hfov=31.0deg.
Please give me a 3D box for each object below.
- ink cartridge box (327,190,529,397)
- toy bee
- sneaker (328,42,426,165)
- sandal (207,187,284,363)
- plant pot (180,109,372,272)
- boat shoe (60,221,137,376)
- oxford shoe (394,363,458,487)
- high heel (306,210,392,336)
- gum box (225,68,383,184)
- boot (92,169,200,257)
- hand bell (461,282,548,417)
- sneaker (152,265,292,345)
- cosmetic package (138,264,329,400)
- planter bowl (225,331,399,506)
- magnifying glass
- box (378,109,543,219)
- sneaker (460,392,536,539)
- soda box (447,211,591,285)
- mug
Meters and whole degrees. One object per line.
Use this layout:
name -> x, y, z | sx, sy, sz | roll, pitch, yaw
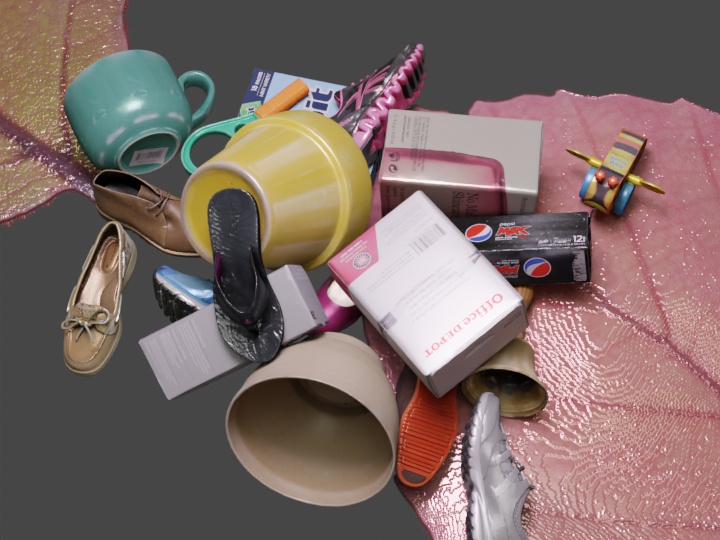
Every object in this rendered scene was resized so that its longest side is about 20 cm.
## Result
ink cartridge box -> 0.080, 0.028, 1.532 | 0.146, 0.083, 0.200 | -38, 62, -6
toy bee -> 0.325, -0.110, 1.662 | 0.131, 0.109, 0.200 | 6, 65, 4
sneaker -> 0.014, -0.232, 1.712 | 0.095, 0.079, 0.200 | 24, 64, 23
sandal -> -0.138, 0.007, 1.452 | 0.075, 0.048, 0.201 | -13, 87, 10
plant pot -> -0.114, -0.084, 1.579 | 0.201, 0.201, 0.189 | 35, 28, 18
boat shoe -> -0.336, 0.034, 1.646 | 0.073, 0.063, 0.200 | 6, 65, 5
oxford shoe -> 0.074, 0.167, 1.564 | 0.071, 0.073, 0.200 | 25, 64, -19
high heel -> 0.000, 0.000, 1.629 | 0.200, 0.096, 0.067 | -39, 69, -15
gum box -> -0.070, -0.175, 1.745 | 0.200, 0.045, 0.170 | 12, 64, 8
boot -> -0.260, -0.075, 1.690 | 0.200, 0.075, 0.074 | 19, 65, 10
hand bell -> 0.192, 0.071, 1.607 | 0.104, 0.104, 0.200 | 9, 52, 7
sneaker -> -0.168, 0.042, 1.639 | 0.200, 0.078, 0.090 | 25, 58, 4
cosmetic package -> -0.145, 0.071, 1.528 | 0.200, 0.107, 0.090 | -29, 87, 4
planter bowl -> -0.043, 0.157, 1.518 | 0.200, 0.200, 0.135 | 12, 38, 8
magnifying glass -> -0.151, -0.189, 1.720 | 0.200, 0.022, 0.080 | -38, 66, -16
box -> 0.128, -0.122, 1.665 | 0.200, 0.128, 0.109 | 5, 65, 6
sneaker -> 0.163, 0.243, 1.525 | 0.082, 0.075, 0.200 | 0, 76, -4
soda box -> 0.187, -0.026, 1.624 | 0.200, 0.063, 0.071 | -2, 43, 13
mug -> -0.285, -0.204, 1.704 | 0.185, 0.152, 0.115 | -32, 66, 8
